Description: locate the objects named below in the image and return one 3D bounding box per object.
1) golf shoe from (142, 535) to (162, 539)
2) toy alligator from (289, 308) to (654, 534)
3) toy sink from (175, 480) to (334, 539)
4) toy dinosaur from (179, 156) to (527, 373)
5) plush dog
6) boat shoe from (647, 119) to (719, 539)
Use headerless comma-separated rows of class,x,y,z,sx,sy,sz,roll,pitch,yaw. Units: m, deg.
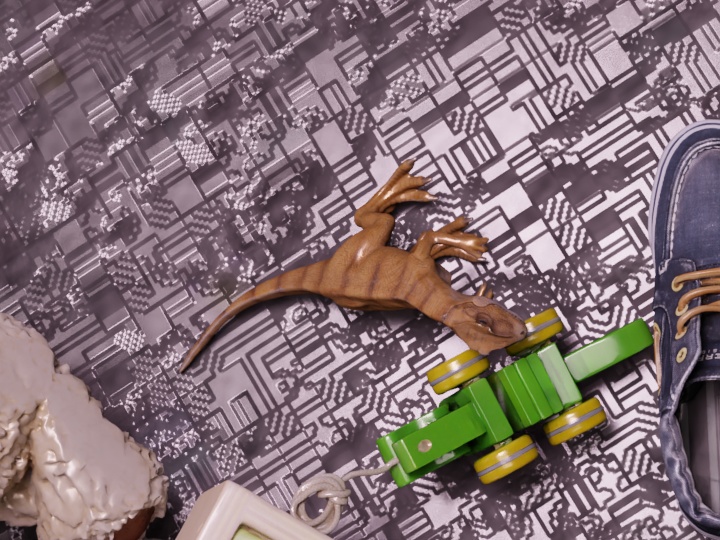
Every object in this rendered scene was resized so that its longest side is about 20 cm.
golf shoe,-0.116,0.228,1.213,0.091,0.073,0.202,1,76,27
toy alligator,0.048,0.073,1.185,0.199,0.054,0.060,-27,86,-17
toy sink,-0.011,0.201,1.128,0.199,0.112,0.131,31,76,-6
toy dinosaur,0.000,0.000,1.212,0.199,0.061,0.106,1,36,44
plush dog,-0.216,0.084,1.182,0.171,0.199,0.162,-31,72,41
boat shoe,0.170,0.023,1.166,0.070,0.091,0.202,-4,82,9
